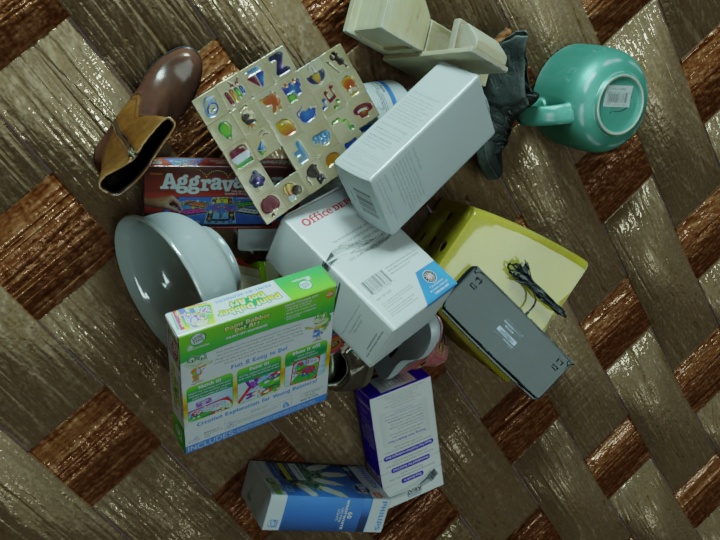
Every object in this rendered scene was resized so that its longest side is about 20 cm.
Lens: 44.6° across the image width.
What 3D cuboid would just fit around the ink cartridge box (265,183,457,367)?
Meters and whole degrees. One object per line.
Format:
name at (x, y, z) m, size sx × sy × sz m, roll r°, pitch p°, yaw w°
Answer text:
ink cartridge box at (0.000, 0.000, 1.116) m, size 0.144 × 0.200 × 0.085 m, roll -31°, pitch 160°, yaw -44°

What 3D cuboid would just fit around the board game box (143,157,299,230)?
board game box at (-0.173, -0.096, 1.107) m, size 0.197 × 0.020 × 0.104 m, roll -2°, pitch 133°, yaw -16°

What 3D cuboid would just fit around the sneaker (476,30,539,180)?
sneaker at (0.207, -0.229, 1.246) m, size 0.103 × 0.060 × 0.202 m, roll -8°, pitch 114°, yaw 20°

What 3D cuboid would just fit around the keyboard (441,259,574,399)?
keyboard at (0.212, 0.068, 1.181) m, size 0.200 × 0.021 × 0.127 m, roll 44°, pitch 94°, yaw -13°

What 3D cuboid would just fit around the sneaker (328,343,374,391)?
sneaker at (-0.013, 0.084, 1.257) m, size 0.075 × 0.070 × 0.203 m, roll -9°, pitch 113°, yaw -36°

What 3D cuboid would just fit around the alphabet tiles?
alphabet tiles at (-0.077, -0.181, 1.057) m, size 0.199 × 0.008 × 0.168 m, roll -36°, pitch 104°, yaw -17°

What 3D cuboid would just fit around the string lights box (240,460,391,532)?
string lights box at (-0.066, 0.336, 1.304) m, size 0.198 × 0.103 × 0.060 m, roll 10°, pitch 103°, yaw -29°

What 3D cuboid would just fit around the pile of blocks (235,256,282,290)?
pile of blocks at (-0.113, 0.008, 1.201) m, size 0.198 × 0.082 × 0.063 m, roll 1°, pitch 72°, yaw -35°

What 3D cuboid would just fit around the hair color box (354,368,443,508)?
hair color box at (0.061, 0.256, 1.364) m, size 0.108 × 0.065 × 0.203 m, roll -17°, pitch 112°, yaw -21°

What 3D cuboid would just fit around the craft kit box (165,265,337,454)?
craft kit box at (-0.128, 0.107, 1.039) m, size 0.198 × 0.049 × 0.199 m, roll -17°, pitch 138°, yaw -27°

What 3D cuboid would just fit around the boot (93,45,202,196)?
boot at (-0.234, -0.176, 0.985) m, size 0.188 × 0.200 × 0.069 m, roll -44°, pitch 111°, yaw -5°

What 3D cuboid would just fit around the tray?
tray at (-0.075, -0.084, 1.202) m, size 0.197 × 0.022 × 0.109 m, roll -3°, pitch 109°, yaw -26°

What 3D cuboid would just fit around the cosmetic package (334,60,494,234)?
cosmetic package at (0.070, -0.153, 1.088) m, size 0.200 × 0.074 × 0.102 m, roll -45°, pitch 139°, yaw -17°

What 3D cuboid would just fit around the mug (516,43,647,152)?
mug at (0.339, -0.242, 1.300) m, size 0.185 × 0.114 × 0.152 m, roll -48°, pitch 121°, yaw -5°

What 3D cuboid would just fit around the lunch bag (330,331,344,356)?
lunch bag at (-0.113, 0.112, 1.181) m, size 0.199 × 0.082 × 0.176 m, roll -34°, pitch 156°, yaw -4°

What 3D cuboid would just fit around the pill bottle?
pill bottle at (0.007, -0.189, 1.155) m, size 0.197 × 0.112 × 0.114 m, roll -13°, pitch 113°, yaw -22°

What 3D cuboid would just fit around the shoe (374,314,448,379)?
shoe at (0.091, 0.098, 1.269) m, size 0.090 × 0.200 × 0.072 m, roll -14°, pitch 71°, yaw -26°

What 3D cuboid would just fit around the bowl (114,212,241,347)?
bowl at (-0.210, 0.008, 1.082) m, size 0.090 × 0.200 × 0.204 m, roll -31°, pitch 120°, yaw -33°

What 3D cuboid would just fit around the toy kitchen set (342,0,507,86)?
toy kitchen set at (0.119, -0.350, 1.120) m, size 0.198 × 0.162 × 0.183 m, roll 17°, pitch 86°, yaw -41°

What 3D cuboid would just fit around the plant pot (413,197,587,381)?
plant pot at (0.166, 0.006, 1.266) m, size 0.175 × 0.200 × 0.201 m, roll 34°, pitch 91°, yaw -19°
